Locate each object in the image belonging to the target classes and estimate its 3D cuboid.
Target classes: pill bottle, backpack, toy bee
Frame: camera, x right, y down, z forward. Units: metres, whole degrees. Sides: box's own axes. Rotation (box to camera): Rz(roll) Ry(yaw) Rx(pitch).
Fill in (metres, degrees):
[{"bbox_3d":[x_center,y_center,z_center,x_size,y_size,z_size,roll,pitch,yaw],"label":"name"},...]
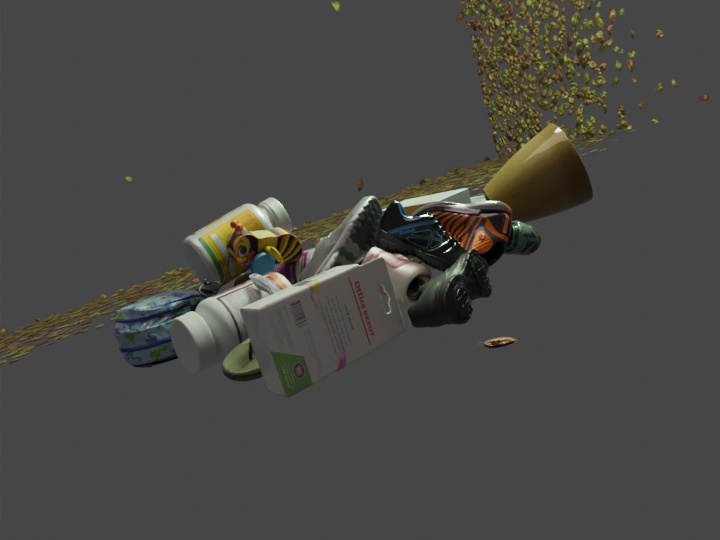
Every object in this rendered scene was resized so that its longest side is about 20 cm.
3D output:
[{"bbox_3d":[-0.145,0.028,1.230,0.195,0.115,0.112,-13,10,19],"label":"pill bottle"},{"bbox_3d":[-0.354,0.103,1.168,0.199,0.156,0.161,-38,27,-32],"label":"backpack"},{"bbox_3d":[-0.202,0.085,1.030,0.198,0.112,0.108,-25,13,-39],"label":"pill bottle"},{"bbox_3d":[-0.187,-0.039,1.104,0.128,0.111,0.200,15,34,25],"label":"toy bee"},{"bbox_3d":[-0.234,-0.059,1.227,0.198,0.115,0.112,-35,18,-27],"label":"pill bottle"}]

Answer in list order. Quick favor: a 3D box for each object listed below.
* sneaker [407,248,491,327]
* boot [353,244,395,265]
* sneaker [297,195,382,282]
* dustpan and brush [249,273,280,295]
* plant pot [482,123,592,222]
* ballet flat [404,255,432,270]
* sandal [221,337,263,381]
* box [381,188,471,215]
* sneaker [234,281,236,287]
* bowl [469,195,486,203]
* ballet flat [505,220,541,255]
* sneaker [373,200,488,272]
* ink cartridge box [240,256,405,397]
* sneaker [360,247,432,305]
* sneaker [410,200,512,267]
[{"bbox_3d":[0.128,0.026,0.908,0.089,0.078,0.199,-20,5,32],"label":"sneaker"},{"bbox_3d":[0.000,0.000,1.104,0.202,0.069,0.131,-58,-10,26],"label":"boot"},{"bbox_3d":[-0.037,-0.049,1.052,0.081,0.075,0.202,20,65,38],"label":"sneaker"},{"bbox_3d":[-0.110,0.058,0.972,0.138,0.059,0.198,-26,34,-37],"label":"dustpan and brush"},{"bbox_3d":[0.376,-0.189,1.390,0.197,0.189,0.187,-28,8,7],"label":"plant pot"},{"bbox_3d":[0.090,-0.020,1.204,0.196,0.076,0.074,-17,9,21],"label":"ballet flat"},{"bbox_3d":[-0.114,0.073,0.868,0.200,0.058,0.079,-42,38,-25],"label":"sandal"},{"bbox_3d":[0.143,-0.089,1.331,0.096,0.127,0.198,-23,11,-33],"label":"box"},{"bbox_3d":[-0.183,0.039,1.365,0.195,0.084,0.088,-3,13,27],"label":"sneaker"},{"bbox_3d":[0.209,-0.113,1.497,0.197,0.076,0.198,-8,13,44],"label":"bowl"},{"bbox_3d":[0.271,-0.058,1.167,0.073,0.076,0.200,-18,12,-8],"label":"ballet flat"},{"bbox_3d":[0.120,-0.048,1.024,0.196,0.084,0.073,21,5,7],"label":"sneaker"},{"bbox_3d":[-0.045,0.067,0.831,0.197,0.120,0.067,-23,9,-31],"label":"ink cartridge box"},{"bbox_3d":[0.075,0.019,1.062,0.103,0.077,0.200,27,2,20],"label":"sneaker"},{"bbox_3d":[0.165,-0.056,1.101,0.196,0.115,0.077,-5,-27,33],"label":"sneaker"}]
